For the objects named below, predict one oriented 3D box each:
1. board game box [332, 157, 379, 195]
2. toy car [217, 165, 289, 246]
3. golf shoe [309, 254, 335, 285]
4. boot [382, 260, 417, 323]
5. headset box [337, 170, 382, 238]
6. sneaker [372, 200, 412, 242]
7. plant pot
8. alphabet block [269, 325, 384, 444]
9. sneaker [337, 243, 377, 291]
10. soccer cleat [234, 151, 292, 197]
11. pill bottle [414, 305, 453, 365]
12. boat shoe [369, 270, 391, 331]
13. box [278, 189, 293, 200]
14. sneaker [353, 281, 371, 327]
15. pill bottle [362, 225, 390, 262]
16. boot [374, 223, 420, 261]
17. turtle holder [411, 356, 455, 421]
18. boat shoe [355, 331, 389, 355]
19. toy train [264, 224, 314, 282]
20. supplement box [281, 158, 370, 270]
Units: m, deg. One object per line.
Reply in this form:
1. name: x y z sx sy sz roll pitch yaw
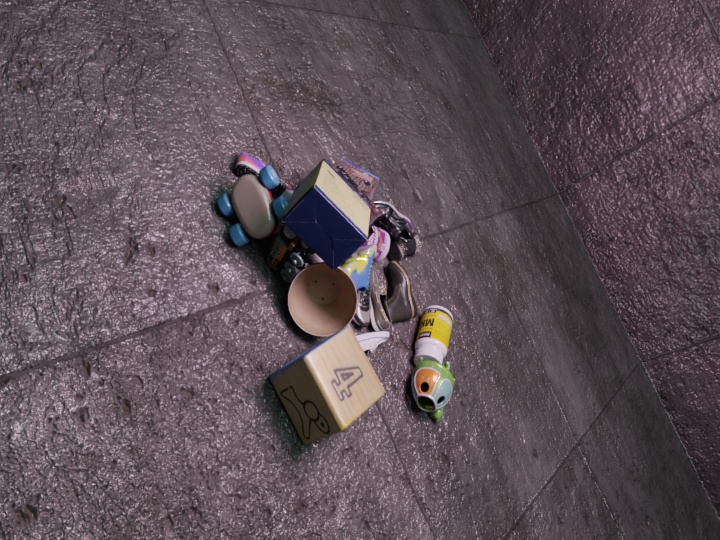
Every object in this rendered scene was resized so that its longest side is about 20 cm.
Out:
1. board game box: -0.044 -0.262 1.809 0.155 0.099 0.201 26 31 3
2. toy car: -0.273 -0.175 1.597 0.182 0.180 0.199 64 14 8
3. golf shoe: -0.104 0.002 1.696 0.202 0.072 0.092 51 42 -9
4. boot: 0.107 0.074 1.864 0.135 0.077 0.206 -14 77 -42
5. headset box: -0.040 -0.173 1.673 0.201 0.148 0.077 48 16 2
6. sneaker: 0.105 -0.161 1.863 0.196 0.076 0.089 24 35 -33
7. plant pot: -0.106 0.066 1.597 0.201 0.199 0.135 47 8 -11
8. alphabet block: -0.088 0.299 1.460 0.194 0.193 0.205 -28 88 -46
9. sneaker: 0.000 0.000 1.721 0.199 0.074 0.108 -39 113 -44
10. soccer cleat: -0.286 -0.287 1.689 0.196 0.068 0.075 27 46 -28
11. pill bottle: 0.244 0.230 1.875 0.113 0.113 0.204 39 45 -20
12. boat shoe: 0.059 0.091 1.796 0.072 0.059 0.209 38 39 -57
13. box: -0.145 -0.150 1.688 0.201 0.041 0.155 50 16 14
14. sneaker: 0.000 0.076 1.752 0.072 0.078 0.207 11 62 -41
15. pill bottle: -0.005 -0.107 1.824 0.196 0.111 0.116 20 54 -35
16. boot: 0.133 -0.136 2.009 0.151 0.073 0.210 -12 76 -51
17. turtle holder: 0.220 0.381 1.771 0.137 0.189 0.133 20 45 7
18. boat shoe: 0.015 0.225 1.700 0.195 0.072 0.068 -4 85 -41
19. toy train: -0.199 -0.048 1.549 0.114 0.200 0.085 43 56 1
20. supplement box: -0.086 -0.154 1.508 0.199 0.133 0.202 43 25 -20
